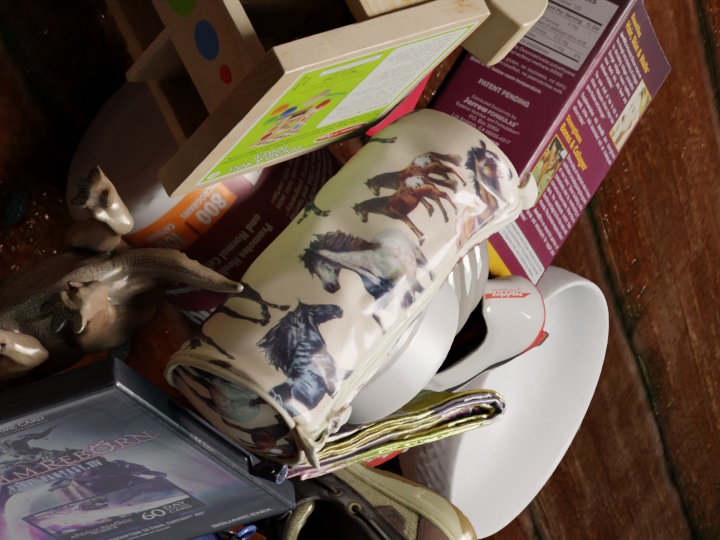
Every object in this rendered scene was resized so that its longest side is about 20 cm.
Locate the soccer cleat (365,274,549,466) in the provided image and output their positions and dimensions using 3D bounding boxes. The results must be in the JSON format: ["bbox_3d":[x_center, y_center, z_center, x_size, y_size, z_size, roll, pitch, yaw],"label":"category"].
[{"bbox_3d":[0.030,0.064,1.547,0.199,0.069,0.085,-35,155,26],"label":"soccer cleat"}]

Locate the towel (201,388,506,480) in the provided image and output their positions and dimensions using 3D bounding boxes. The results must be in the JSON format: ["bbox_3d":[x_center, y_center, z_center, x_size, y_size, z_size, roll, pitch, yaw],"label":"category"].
[{"bbox_3d":[-0.020,0.084,1.388,0.143,0.200,0.023,-15,99,-26],"label":"towel"}]

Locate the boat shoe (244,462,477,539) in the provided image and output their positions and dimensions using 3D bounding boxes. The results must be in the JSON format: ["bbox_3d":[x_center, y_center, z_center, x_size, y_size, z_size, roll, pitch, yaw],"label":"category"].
[{"bbox_3d":[-0.025,0.144,1.439,0.065,0.199,0.074,-32,126,-44],"label":"boat shoe"}]

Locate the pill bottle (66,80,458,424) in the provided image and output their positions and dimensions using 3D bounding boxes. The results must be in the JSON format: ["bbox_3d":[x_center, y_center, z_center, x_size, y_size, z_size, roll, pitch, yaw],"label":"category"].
[{"bbox_3d":[-0.046,-0.013,1.260,0.200,0.114,0.115,41,76,-32],"label":"pill bottle"}]

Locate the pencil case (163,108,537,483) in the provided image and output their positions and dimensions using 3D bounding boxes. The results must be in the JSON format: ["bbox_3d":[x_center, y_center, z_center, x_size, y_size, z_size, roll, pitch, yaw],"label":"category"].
[{"bbox_3d":[0.000,0.007,1.171,0.200,0.089,0.078,-48,163,-26],"label":"pencil case"}]

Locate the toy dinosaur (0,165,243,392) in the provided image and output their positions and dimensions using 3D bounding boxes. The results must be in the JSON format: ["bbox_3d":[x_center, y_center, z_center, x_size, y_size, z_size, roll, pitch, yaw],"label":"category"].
[{"bbox_3d":[-0.145,0.022,1.179,0.199,0.086,0.136,-18,155,9],"label":"toy dinosaur"}]

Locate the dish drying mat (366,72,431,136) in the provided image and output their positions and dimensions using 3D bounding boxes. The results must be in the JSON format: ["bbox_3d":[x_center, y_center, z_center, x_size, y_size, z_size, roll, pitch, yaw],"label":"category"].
[{"bbox_3d":[0.045,-0.173,1.472,0.077,0.018,0.201,17,98,-62],"label":"dish drying mat"}]

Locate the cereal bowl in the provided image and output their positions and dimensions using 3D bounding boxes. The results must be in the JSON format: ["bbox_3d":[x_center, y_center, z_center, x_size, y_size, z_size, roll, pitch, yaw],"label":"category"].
[{"bbox_3d":[0.088,0.081,1.709,0.200,0.083,0.201,-42,147,-35],"label":"cereal bowl"}]

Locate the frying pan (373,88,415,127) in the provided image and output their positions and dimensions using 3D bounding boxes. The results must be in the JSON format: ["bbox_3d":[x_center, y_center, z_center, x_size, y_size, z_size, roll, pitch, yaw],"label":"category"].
[{"bbox_3d":[0.058,-0.158,1.413,0.190,0.031,0.115,-55,-172,-26],"label":"frying pan"}]

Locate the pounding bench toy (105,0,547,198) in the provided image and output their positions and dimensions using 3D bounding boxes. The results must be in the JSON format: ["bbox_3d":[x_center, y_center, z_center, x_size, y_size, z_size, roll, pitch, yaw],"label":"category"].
[{"bbox_3d":[-0.023,-0.153,1.158,0.199,0.157,0.124,-20,167,-37],"label":"pounding bench toy"}]

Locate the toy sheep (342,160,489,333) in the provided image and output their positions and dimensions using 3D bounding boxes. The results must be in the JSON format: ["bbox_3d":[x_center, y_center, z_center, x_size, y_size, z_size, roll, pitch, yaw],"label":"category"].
[{"bbox_3d":[0.000,0.000,1.423,0.200,0.137,0.139,-31,140,-46],"label":"toy sheep"}]

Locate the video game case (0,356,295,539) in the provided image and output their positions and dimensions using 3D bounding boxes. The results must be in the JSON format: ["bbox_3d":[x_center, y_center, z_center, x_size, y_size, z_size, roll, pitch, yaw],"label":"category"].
[{"bbox_3d":[-0.137,0.102,1.218,0.200,0.142,0.019,42,34,-59],"label":"video game case"}]

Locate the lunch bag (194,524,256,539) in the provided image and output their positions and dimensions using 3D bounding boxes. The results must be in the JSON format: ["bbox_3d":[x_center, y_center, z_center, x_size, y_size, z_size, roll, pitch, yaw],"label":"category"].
[{"bbox_3d":[-0.120,0.231,1.421,0.201,0.132,0.136,-61,154,-2],"label":"lunch bag"}]

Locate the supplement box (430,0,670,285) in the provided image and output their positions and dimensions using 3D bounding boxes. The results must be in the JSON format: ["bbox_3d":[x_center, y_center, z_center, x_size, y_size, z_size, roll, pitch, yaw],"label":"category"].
[{"bbox_3d":[0.108,-0.091,1.582,0.201,0.085,0.110,-57,153,-9],"label":"supplement box"}]
